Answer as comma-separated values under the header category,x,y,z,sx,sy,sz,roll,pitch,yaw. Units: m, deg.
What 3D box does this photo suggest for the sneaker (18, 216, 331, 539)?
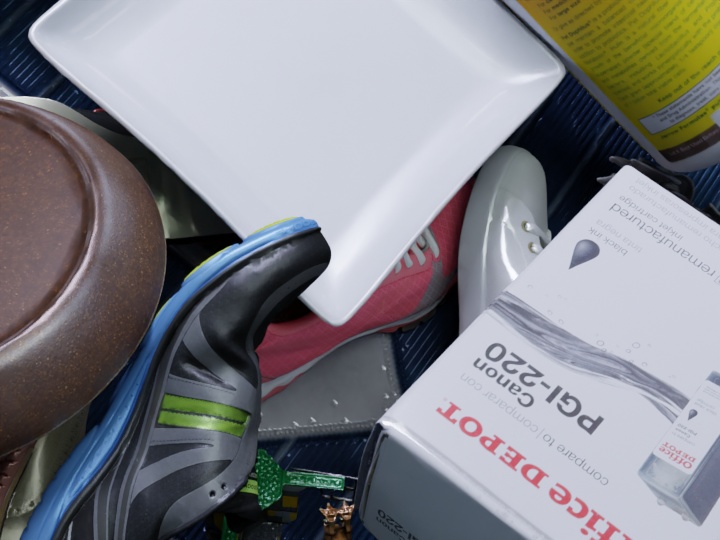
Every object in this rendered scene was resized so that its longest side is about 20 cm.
category,x,y,z,sx,sy,sz,roll,pitch,yaw
sneaker,-0.068,0.068,0.677,0.082,0.071,0.201,30,83,6

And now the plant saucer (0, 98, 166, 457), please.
category,x,y,z,sx,sy,sz,roll,pitch,yaw
plant saucer,-0.182,-0.007,0.669,0.197,0.035,0.202,-2,51,2

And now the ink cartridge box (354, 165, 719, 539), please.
category,x,y,z,sx,sy,sz,roll,pitch,yaw
ink cartridge box,0.113,0.068,0.700,0.145,0.085,0.200,35,57,17

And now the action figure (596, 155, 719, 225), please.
category,x,y,z,sx,sy,sz,roll,pitch,yaw
action figure,0.171,0.020,0.842,0.129,0.069,0.202,18,46,-31

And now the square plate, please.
category,x,y,z,sx,sy,sz,roll,pitch,yaw
square plate,-0.026,-0.101,0.770,0.198,0.028,0.200,43,62,0

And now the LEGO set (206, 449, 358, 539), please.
category,x,y,z,sx,sy,sz,roll,pitch,yaw
LEGO set,0.004,0.173,0.738,0.197,0.117,0.155,0,48,-5

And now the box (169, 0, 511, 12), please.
category,x,y,z,sx,sy,sz,roll,pitch,yaw
box,-0.020,-0.133,0.851,0.198,0.082,0.069,-11,89,-24

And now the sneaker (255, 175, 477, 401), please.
category,x,y,z,sx,sy,sz,roll,pitch,yaw
sneaker,0.000,0.000,0.804,0.199,0.087,0.074,-34,82,-28

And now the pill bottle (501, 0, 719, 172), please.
category,x,y,z,sx,sy,sz,roll,pitch,yaw
pill bottle,0.135,-0.153,0.813,0.200,0.109,0.110,43,60,-17

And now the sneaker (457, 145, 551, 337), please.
category,x,y,z,sx,sy,sz,roll,pitch,yaw
sneaker,0.095,0.031,0.817,0.084,0.073,0.203,-3,72,27

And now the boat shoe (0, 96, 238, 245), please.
category,x,y,z,sx,sy,sz,roll,pitch,yaw
boat shoe,-0.130,-0.045,0.796,0.199,0.063,0.075,1,87,-17

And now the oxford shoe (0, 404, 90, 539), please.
category,x,y,z,sx,sy,sz,roll,pitch,yaw
oxford shoe,-0.152,0.116,0.725,0.073,0.070,0.202,30,63,-28
